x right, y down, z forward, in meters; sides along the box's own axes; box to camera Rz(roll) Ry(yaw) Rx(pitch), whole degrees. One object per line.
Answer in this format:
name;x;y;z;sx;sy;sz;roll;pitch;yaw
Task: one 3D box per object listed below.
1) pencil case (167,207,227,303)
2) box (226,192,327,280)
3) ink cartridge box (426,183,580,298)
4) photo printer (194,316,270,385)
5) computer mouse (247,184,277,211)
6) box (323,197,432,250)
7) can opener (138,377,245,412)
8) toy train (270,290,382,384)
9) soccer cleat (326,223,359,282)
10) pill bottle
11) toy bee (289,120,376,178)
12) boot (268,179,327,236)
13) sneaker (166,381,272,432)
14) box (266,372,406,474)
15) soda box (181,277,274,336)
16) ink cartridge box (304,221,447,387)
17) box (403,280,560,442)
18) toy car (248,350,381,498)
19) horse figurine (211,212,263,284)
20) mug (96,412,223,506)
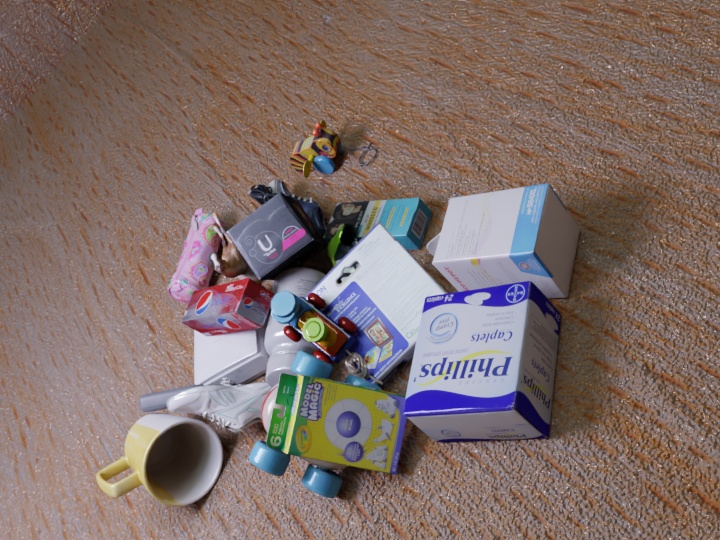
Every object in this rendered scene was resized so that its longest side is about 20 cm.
pencil case;-0.347;-0.030;1.855;0.087;0.087;0.202;-11;54;34
box;-0.145;-0.057;1.579;0.122;0.200;0.106;-36;86;4
ink cartridge box;0.215;-0.037;1.345;0.198;0.129;0.126;-4;56;38
photo printer;-0.241;0.123;1.655;0.165;0.069;0.201;-29;44;20
computer mouse;-0.217;-0.070;1.740;0.138;0.052;0.202;31;107;53
box;0.030;-0.083;1.599;0.199;0.049;0.083;0;59;40
can opener;-0.297;0.233;1.567;0.198;0.053;0.067;-7;81;5
toy train;-0.052;0.106;1.370;0.199;0.116;0.085;37;88;24
soccer cleat;0.000;0.000;1.521;0.201;0.067;0.081;57;132;37
pill bottle;-0.108;0.106;1.521;0.113;0.114;0.202;-18;48;29
toy bee;-0.078;-0.261;1.786;0.199;0.109;0.132;-24;44;25
boot;-0.121;-0.121;1.753;0.090;0.073;0.201;-28;52;11
sneaker;-0.231;0.236;1.490;0.070;0.198;0.081;128;139;-72
box;-0.033;0.224;1.288;0.048;0.198;0.119;161;121;-73
soda box;-0.240;0.068;1.567;0.199;0.063;0.071;-11;52;50
ink cartridge box;0.030;0.059;1.439;0.198;0.047;0.200;-44;64;6
box;0.178;0.135;1.262;0.183;0.105;0.202;-11;53;35
toy car;-0.086;0.234;1.406;0.186;0.176;0.200;-65;15;-5
horse figurine;-0.221;-0.019;1.598;0.050;0.200;0.133;-30;61;6
mug;-0.358;0.317;1.534;0.153;0.185;0.151;9;86;53
